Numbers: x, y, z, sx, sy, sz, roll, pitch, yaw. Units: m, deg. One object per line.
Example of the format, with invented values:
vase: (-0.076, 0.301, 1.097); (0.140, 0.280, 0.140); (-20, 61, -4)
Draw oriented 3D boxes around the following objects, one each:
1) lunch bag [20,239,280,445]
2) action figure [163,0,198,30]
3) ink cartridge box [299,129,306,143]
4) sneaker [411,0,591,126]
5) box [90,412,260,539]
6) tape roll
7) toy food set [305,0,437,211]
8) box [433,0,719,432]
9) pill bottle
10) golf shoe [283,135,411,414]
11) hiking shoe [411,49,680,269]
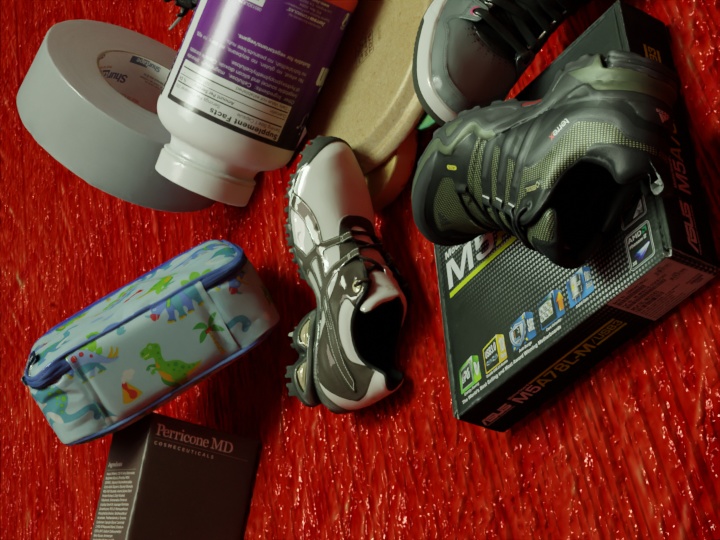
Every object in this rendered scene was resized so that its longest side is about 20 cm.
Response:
lunch bag: (-0.167, 0.053, 1.319); (0.200, 0.083, 0.161); (-30, 10, -3)
action figure: (-0.163, -0.323, 1.625); (0.119, 0.102, 0.200); (37, 150, 33)
ink cartridge box: (-0.081, -0.199, 1.442); (0.116, 0.067, 0.200); (-54, 33, 29)
sneaker: (0.115, -0.177, 1.039); (0.121, 0.084, 0.200); (-29, 26, 53)
box: (-0.152, 0.218, 1.293); (0.075, 0.100, 0.200); (-14, 63, 56)
tape roll: (-0.197, -0.137, 1.471); (0.066, 0.200, 0.200); (-58, 31, 25)
toy food set: (0.022, -0.159, 1.259); (0.198, 0.049, 0.200); (-53, 33, 30)
box: (0.120, -0.030, 1.015); (0.200, 0.047, 0.193); (-42, 42, 41)
pill bottle: (-0.083, -0.155, 1.273); (0.200, 0.112, 0.112); (-66, 29, 10)
golf shoe: (0.000, 0.000, 1.181); (0.094, 0.078, 0.200); (-9, 81, 45)
hiking shoe: (0.095, -0.045, 0.945); (0.200, 0.076, 0.101); (-31, 43, 47)
